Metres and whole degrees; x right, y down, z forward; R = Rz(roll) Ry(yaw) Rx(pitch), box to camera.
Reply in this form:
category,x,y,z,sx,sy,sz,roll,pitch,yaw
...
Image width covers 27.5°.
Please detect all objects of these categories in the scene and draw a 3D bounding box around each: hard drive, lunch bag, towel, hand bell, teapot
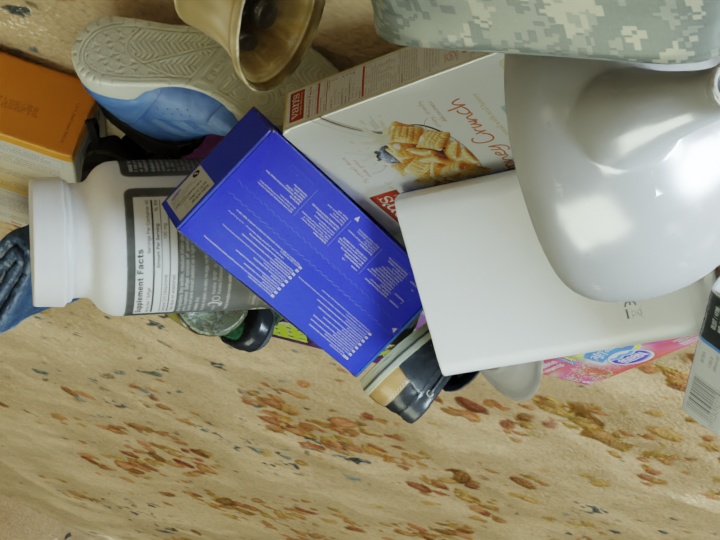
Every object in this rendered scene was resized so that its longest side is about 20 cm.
category,x,y,z,sx,sy,sz,roll,pitch,yaw
hard drive,0.134,-0.008,0.989,0.198,0.025,0.133,-11,107,20
lunch bag,0.088,-0.200,0.679,0.198,0.140,0.169,8,138,19
towel,-0.240,-0.013,1.288,0.049,0.199,0.112,53,129,13
hand bell,-0.131,-0.195,0.942,0.199,0.105,0.104,23,161,21
teapot,0.175,-0.080,0.811,0.145,0.201,0.198,-11,132,23

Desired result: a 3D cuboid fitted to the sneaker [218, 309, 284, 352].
category,x,y,z,sx,sy,sz,roll,pitch,yaw
sneaker,-0.087,0.026,1.336,0.087,0.075,0.200,29,-167,-24

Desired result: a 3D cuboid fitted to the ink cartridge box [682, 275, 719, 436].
category,x,y,z,sx,sy,sz,roll,pitch,yaw
ink cartridge box,0.277,-0.012,0.909,0.043,0.200,0.198,36,164,21

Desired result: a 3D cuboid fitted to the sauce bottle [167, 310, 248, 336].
category,x,y,z,sx,sy,sz,roll,pitch,yaw
sauce bottle,-0.142,0.018,1.258,0.064,0.065,0.200,25,175,-16

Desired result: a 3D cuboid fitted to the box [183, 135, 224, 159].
category,x,y,z,sx,sy,sz,roll,pitch,yaw
box,-0.046,-0.048,1.253,0.136,0.039,0.200,6,155,29

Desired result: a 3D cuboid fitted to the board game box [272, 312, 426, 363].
category,x,y,z,sx,sy,sz,roll,pitch,yaw
board game box,-0.021,0.052,1.484,0.198,0.033,0.120,14,161,11

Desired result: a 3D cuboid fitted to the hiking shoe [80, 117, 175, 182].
category,x,y,z,sx,sy,sz,roll,pitch,yaw
hiking shoe,-0.164,-0.070,1.239,0.075,0.102,0.200,-1,173,24

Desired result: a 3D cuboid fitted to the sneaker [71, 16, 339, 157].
category,x,y,z,sx,sy,sz,roll,pitch,yaw
sneaker,-0.105,-0.126,1.074,0.198,0.077,0.111,8,165,2

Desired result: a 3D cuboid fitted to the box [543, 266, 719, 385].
category,x,y,z,sx,sy,sz,roll,pitch,yaw
box,0.187,0.013,1.118,0.095,0.101,0.200,15,159,-17

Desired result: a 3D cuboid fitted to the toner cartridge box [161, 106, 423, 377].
category,x,y,z,sx,sy,sz,roll,pitch,yaw
toner cartridge box,-0.038,-0.016,1.042,0.200,0.095,0.043,42,-174,-36

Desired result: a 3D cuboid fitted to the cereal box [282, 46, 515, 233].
category,x,y,z,sx,sy,sz,roll,pitch,yaw
cereal box,0.067,-0.097,0.980,0.199,0.040,0.144,-18,143,28

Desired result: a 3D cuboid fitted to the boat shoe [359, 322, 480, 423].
category,x,y,z,sx,sy,sz,roll,pitch,yaw
boat shoe,0.077,0.068,1.244,0.062,0.200,0.075,47,132,7

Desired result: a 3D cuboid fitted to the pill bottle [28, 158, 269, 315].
category,x,y,z,sx,sy,sz,roll,pitch,yaw
pill bottle,-0.145,-0.026,1.100,0.198,0.117,0.116,-2,162,-14

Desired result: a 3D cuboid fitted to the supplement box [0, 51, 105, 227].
category,x,y,z,sx,sy,sz,roll,pitch,yaw
supplement box,-0.287,-0.105,1.262,0.125,0.074,0.200,19,158,-2

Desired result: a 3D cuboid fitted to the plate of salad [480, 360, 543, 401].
category,x,y,z,sx,sy,sz,roll,pitch,yaw
plate of salad,0.097,0.002,1.122,0.048,0.201,0.200,-20,164,-15

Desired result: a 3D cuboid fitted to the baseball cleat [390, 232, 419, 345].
category,x,y,z,sx,sy,sz,roll,pitch,yaw
baseball cleat,0.000,0.000,1.165,0.069,0.106,0.201,23,139,28
